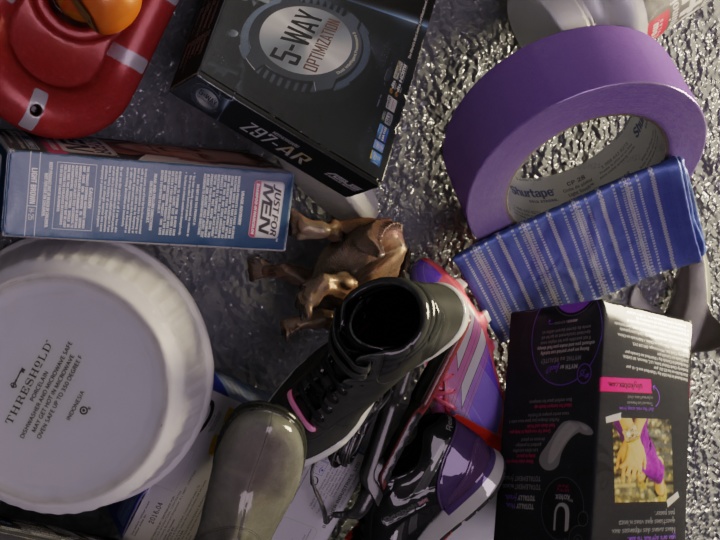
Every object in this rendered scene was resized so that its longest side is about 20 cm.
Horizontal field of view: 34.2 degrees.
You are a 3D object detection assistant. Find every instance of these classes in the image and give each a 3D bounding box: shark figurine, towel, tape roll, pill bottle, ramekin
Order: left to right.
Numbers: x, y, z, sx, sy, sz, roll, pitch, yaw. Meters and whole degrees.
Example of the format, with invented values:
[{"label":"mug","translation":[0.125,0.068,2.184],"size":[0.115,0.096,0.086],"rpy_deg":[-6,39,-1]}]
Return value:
[{"label":"ramekin","translation":[-0.204,0.075,0.814],"size":[0.200,0.094,0.205],"rpy_deg":[0,95,-4]},{"label":"tape roll","translation":[0.169,-0.096,0.930],"size":[0.198,0.066,0.201],"rpy_deg":[-13,145,-9]},{"label":"towel","translation":[0.187,-0.012,0.974],"size":[0.199,0.024,0.145],"rpy_deg":[-24,143,8]},{"label":"pill bottle","translation":[0.219,-0.240,0.941],"size":[0.199,0.111,0.111],"rpy_deg":[-35,117,-11]},{"label":"shark figurine","translation":[0.306,0.028,1.078],"size":[0.127,0.089,0.217],"rpy_deg":[-3,109,-25]}]

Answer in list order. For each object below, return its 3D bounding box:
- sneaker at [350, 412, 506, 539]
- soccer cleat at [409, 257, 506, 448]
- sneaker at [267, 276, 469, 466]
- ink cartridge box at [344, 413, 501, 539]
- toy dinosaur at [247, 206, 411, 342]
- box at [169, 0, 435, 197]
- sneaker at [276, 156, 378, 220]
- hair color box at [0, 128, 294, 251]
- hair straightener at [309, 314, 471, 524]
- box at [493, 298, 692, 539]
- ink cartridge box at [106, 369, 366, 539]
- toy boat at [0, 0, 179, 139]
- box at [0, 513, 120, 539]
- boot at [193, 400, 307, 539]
[{"label":"sneaker","translation":[0.021,0.199,0.971],"size":[0.087,0.076,0.200],"rpy_deg":[40,96,-18]},{"label":"soccer cleat","translation":[0.078,0.081,0.997],"size":[0.076,0.067,0.201],"rpy_deg":[-35,123,-16]},{"label":"sneaker","translation":[-0.017,0.070,0.837],"size":[0.200,0.071,0.099],"rpy_deg":[-39,158,8]},{"label":"ink cartridge box","translation":[0.111,0.230,1.041],"size":[0.199,0.057,0.163],"rpy_deg":[28,110,-37]},{"label":"toy dinosaur","translation":[0.000,0.000,0.898],"size":[0.134,0.200,0.087],"rpy_deg":[-8,68,-25]},{"label":"box","translation":[-0.031,-0.178,0.837],"size":[0.160,0.043,0.202],"rpy_deg":[29,66,-29]},{"label":"sneaker","translation":[-0.032,-0.124,0.889],"size":[0.089,0.075,0.200],"rpy_deg":[-47,119,-19]},{"label":"hair color box","translation":[-0.157,-0.057,0.831],"size":[0.198,0.100,0.061],"rpy_deg":[3,103,-26]},{"label":"hair straightener","translation":[0.010,0.107,0.922],"size":[0.076,0.041,0.201],"rpy_deg":[27,92,-14]},{"label":"box","translation":[0.191,0.135,0.959],"size":[0.105,0.122,0.202],"rpy_deg":[14,76,-30]},{"label":"ink cartridge box","translation":[-0.111,0.159,0.931],"size":[0.199,0.076,0.137],"rpy_deg":[27,92,-30]},{"label":"toy boat","translation":[-0.179,-0.182,0.765],"size":[0.130,0.131,0.201],"rpy_deg":[24,94,-28]},{"label":"box","translation":[-0.244,0.203,0.835],"size":[0.199,0.161,0.050],"rpy_deg":[21,79,-29]},{"label":"boot","translation":[-0.086,0.202,0.813],"size":[0.067,0.131,0.201],"rpy_deg":[15,118,-9]}]
